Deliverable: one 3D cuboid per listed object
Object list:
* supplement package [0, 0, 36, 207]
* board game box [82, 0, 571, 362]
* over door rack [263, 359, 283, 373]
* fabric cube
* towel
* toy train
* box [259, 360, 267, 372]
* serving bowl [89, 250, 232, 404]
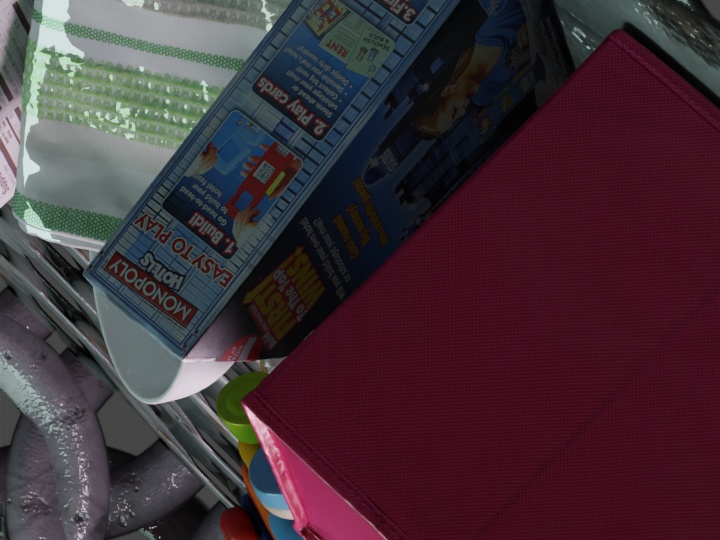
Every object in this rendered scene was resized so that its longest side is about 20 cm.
[{"bbox_3d":[-0.165,-0.153,1.304,0.152,0.200,0.151,43,169,19],"label":"supplement package"},{"bbox_3d":[-0.006,-0.029,1.164,0.062,0.200,0.200,39,167,29],"label":"board game box"},{"bbox_3d":[0.000,0.000,1.459,0.148,0.067,0.200,11,-163,-24],"label":"over door rack"},{"bbox_3d":[0.099,0.069,1.133,0.200,0.199,0.196,43,170,16],"label":"fabric cube"},{"bbox_3d":[-0.064,-0.082,1.212,0.149,0.031,0.200,12,127,2],"label":"towel"},{"bbox_3d":[-0.048,0.099,1.612,0.200,0.085,0.116,55,169,50],"label":"toy train"},{"bbox_3d":[-0.026,0.088,1.760,0.200,0.021,0.164,93,158,-51],"label":"box"},{"bbox_3d":[-0.100,-0.024,1.743,0.200,0.066,0.200,176,90,-67],"label":"serving bowl"}]
